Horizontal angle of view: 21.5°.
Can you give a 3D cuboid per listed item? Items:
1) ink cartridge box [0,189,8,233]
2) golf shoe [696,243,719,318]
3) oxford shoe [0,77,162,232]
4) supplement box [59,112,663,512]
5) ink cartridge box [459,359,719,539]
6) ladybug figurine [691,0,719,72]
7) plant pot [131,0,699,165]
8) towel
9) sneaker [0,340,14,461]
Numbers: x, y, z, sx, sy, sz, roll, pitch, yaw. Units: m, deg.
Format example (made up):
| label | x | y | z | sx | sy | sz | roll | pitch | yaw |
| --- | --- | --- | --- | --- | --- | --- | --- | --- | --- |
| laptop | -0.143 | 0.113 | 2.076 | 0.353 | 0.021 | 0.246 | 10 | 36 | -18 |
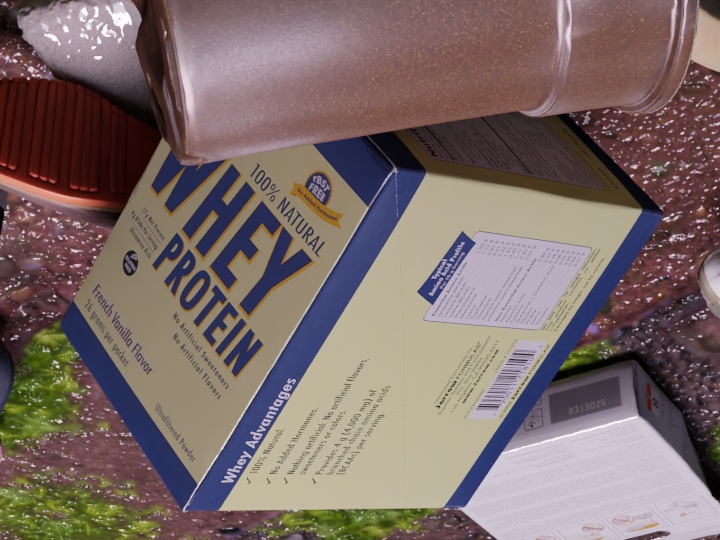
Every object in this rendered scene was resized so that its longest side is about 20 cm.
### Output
| label | x | y | z | sx | sy | sz | roll | pitch | yaw |
| --- | --- | --- | --- | --- | --- | --- | --- | --- | --- |
| ink cartridge box | -0.279 | -0.010 | 1.069 | 0.198 | 0.096 | 0.037 | -21 | 138 | 28 |
| golf shoe | 0.287 | -0.006 | 1.063 | 0.198 | 0.073 | 0.093 | 1 | 140 | -14 |
| oxford shoe | -0.133 | -0.043 | 0.985 | 0.198 | 0.072 | 0.073 | 16 | 145 | -16 |
| supplement box | 0.000 | 0.000 | 0.923 | 0.199 | 0.134 | 0.201 | 7 | 123 | -46 |
| ink cartridge box | 0.153 | 0.138 | 1.288 | 0.161 | 0.051 | 0.200 | -18 | 147 | 24 |
| ladybug figurine | 0.184 | -0.169 | 0.847 | 0.134 | 0.073 | 0.201 | 1 | 143 | 4 |
| plant pot | 0.004 | -0.138 | 0.748 | 0.196 | 0.202 | 0.201 | -14 | 145 | -11 |
| towel | -0.080 | -0.089 | 1.003 | 0.131 | 0.035 | 0.200 | -15 | 139 | 21 |
| sneaker | -0.262 | 0.099 | 1.250 | 0.081 | 0.071 | 0.200 | 9 | 149 | -36 |
